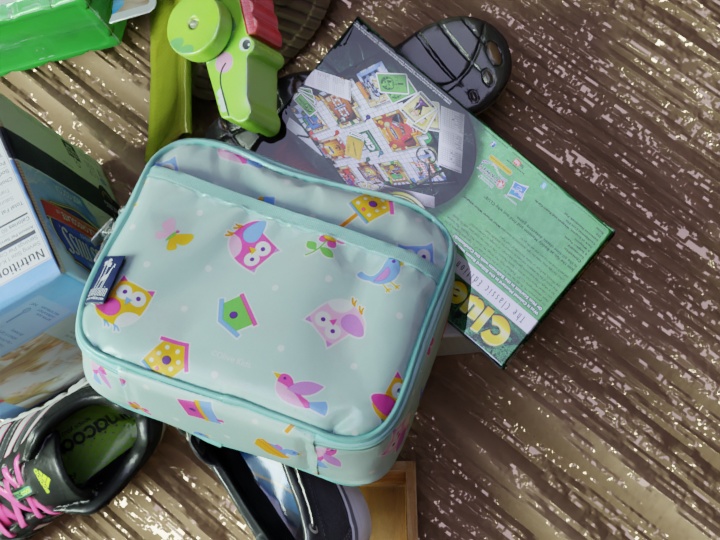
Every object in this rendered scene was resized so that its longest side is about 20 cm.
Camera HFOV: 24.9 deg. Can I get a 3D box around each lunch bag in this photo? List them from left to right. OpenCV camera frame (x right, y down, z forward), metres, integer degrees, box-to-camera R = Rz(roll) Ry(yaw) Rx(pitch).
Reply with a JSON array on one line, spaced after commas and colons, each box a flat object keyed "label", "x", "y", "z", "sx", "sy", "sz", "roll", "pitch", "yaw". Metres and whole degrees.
[{"label": "lunch bag", "x": -0.053, "y": 0.015, "z": 0.899, "sx": 0.198, "sy": 0.077, "sz": 0.162, "roll": 19, "pitch": 66, "yaw": 9}]

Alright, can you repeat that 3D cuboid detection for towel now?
[{"label": "towel", "x": -0.125, "y": -0.175, "z": 1.057, "sx": 0.018, "sy": 0.086, "sz": 0.203, "roll": 2, "pitch": 78, "yaw": -18}]

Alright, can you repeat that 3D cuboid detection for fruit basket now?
[{"label": "fruit basket", "x": -0.225, "y": -0.238, "z": 1.086, "sx": 0.183, "sy": 0.094, "sz": 0.202, "roll": -12, "pitch": 71, "yaw": 14}]

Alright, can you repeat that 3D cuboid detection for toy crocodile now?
[{"label": "toy crocodile", "x": -0.080, "y": -0.173, "z": 0.976, "sx": 0.061, "sy": 0.067, "sz": 0.202, "roll": -24, "pitch": 65, "yaw": 22}]

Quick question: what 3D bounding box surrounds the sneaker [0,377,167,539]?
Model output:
[{"label": "sneaker", "x": -0.196, "y": 0.124, "z": 1.001, "sx": 0.199, "sy": 0.087, "sz": 0.074, "roll": -34, "pitch": 100, "yaw": 2}]

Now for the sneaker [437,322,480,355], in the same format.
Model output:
[{"label": "sneaker", "x": 0.000, "y": 0.000, "z": 1.004, "sx": 0.197, "sy": 0.071, "sz": 0.100, "roll": -3, "pitch": 75, "yaw": 8}]

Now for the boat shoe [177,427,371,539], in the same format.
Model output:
[{"label": "boat shoe", "x": -0.072, "y": 0.091, "z": 0.940, "sx": 0.070, "sy": 0.066, "sz": 0.201, "roll": -42, "pitch": 71, "yaw": 30}]

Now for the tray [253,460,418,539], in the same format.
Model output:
[{"label": "tray", "x": -0.014, "y": 0.213, "z": 0.948, "sx": 0.097, "sy": 0.037, "sz": 0.202, "roll": -1, "pitch": 64, "yaw": 1}]

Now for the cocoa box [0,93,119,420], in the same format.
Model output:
[{"label": "cocoa box", "x": -0.221, "y": -0.004, "z": 0.982, "sx": 0.132, "sy": 0.200, "sz": 0.132, "roll": -28, "pitch": 75, "yaw": 5}]

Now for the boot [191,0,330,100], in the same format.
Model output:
[{"label": "boot", "x": -0.079, "y": -0.230, "z": 1.076, "sx": 0.200, "sy": 0.072, "sz": 0.167, "roll": -50, "pitch": 56, "yaw": 13}]

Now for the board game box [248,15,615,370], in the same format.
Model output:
[{"label": "board game box", "x": 0.041, "y": -0.046, "z": 0.956, "sx": 0.200, "sy": 0.023, "sz": 0.105, "roll": 41, "pitch": 89, "yaw": 10}]

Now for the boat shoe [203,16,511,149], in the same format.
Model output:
[{"label": "boat shoe", "x": 0.003, "y": -0.095, "z": 1.018, "sx": 0.198, "sy": 0.074, "sz": 0.077, "roll": -18, "pitch": 87, "yaw": 8}]
